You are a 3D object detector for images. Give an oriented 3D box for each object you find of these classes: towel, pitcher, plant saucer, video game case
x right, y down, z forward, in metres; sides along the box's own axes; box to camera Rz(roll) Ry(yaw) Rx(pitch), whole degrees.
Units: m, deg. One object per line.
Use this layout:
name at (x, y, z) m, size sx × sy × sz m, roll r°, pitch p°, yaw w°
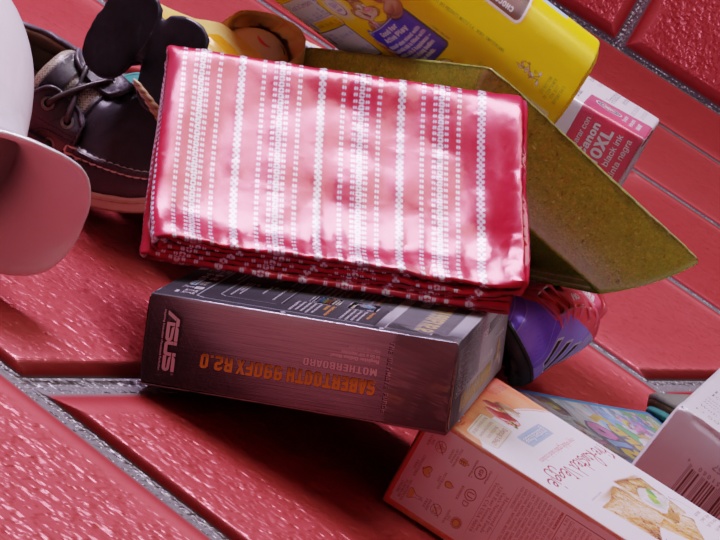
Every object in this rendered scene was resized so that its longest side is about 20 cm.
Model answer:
towel at (-0.009, -0.051, 1.532) m, size 0.199 × 0.023 × 0.145 m, roll 8°, pitch 51°, yaw -5°
pitcher at (-0.242, -0.088, 1.490) m, size 0.171 × 0.122 × 0.200 m, roll 5°, pitch 35°, yaw -28°
plant saucer at (0.070, -0.051, 1.745) m, size 0.200 × 0.048 × 0.200 m, roll 40°, pitch -15°, yaw -32°
video game case at (0.170, 0.121, 1.790) m, size 0.143 × 0.018 × 0.200 m, roll 39°, pitch 16°, yaw 34°

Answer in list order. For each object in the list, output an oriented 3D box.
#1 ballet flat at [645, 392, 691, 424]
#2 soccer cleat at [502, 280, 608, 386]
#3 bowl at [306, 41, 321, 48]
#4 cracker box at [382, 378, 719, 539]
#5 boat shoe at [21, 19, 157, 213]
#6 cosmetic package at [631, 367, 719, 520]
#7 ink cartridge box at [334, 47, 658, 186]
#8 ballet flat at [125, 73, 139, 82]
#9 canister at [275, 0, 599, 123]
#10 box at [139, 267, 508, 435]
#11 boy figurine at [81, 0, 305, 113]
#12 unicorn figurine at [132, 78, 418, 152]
ballet flat at (0.275, 0.125, 1.892) m, size 0.200 × 0.064 × 0.067 m, roll 37°, pitch -12°, yaw 24°
soccer cleat at (0.112, 0.028, 1.806) m, size 0.068 × 0.073 × 0.200 m, roll 64°, pitch 5°, yaw 5°
bowl at (-0.020, -0.076, 1.956) m, size 0.200 × 0.095 × 0.201 m, roll 28°, pitch 12°, yaw -6°
cracker box at (0.123, 0.138, 1.524) m, size 0.199 × 0.058 × 0.134 m, roll 33°, pitch 14°, yaw 11°
boat shoe at (-0.170, -0.095, 1.687) m, size 0.200 × 0.072 × 0.065 m, roll 29°, pitch -30°, yaw 33°
cosmetic package at (0.224, 0.116, 1.728) m, size 0.102 × 0.074 × 0.200 m, roll 40°, pitch 18°, yaw 7°
ink cartridge box at (0.084, -0.107, 1.901) m, size 0.199 × 0.085 × 0.145 m, roll 31°, pitch 11°, yaw 4°
ballet flat at (-0.104, -0.050, 1.740) m, size 0.064 × 0.067 × 0.200 m, roll 55°, pitch -3°, yaw -35°
canister at (0.029, -0.158, 1.736) m, size 0.200 × 0.087 × 0.148 m, roll 36°, pitch -12°, yaw -13°
box at (-0.013, 0.033, 1.524) m, size 0.157 × 0.049 × 0.200 m, roll 9°, pitch 9°, yaw 8°
boy figurine at (-0.082, -0.118, 1.700) m, size 0.124 × 0.065 × 0.200 m, roll 35°, pitch 13°, yaw 17°
unicorn figurine at (-0.022, -0.040, 1.609) m, size 0.137 × 0.074 × 0.200 m, roll -9°, pitch -26°, yaw 20°
